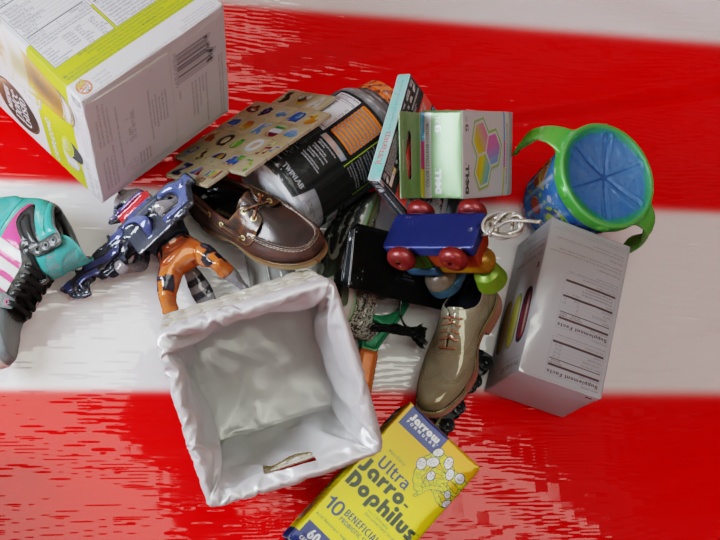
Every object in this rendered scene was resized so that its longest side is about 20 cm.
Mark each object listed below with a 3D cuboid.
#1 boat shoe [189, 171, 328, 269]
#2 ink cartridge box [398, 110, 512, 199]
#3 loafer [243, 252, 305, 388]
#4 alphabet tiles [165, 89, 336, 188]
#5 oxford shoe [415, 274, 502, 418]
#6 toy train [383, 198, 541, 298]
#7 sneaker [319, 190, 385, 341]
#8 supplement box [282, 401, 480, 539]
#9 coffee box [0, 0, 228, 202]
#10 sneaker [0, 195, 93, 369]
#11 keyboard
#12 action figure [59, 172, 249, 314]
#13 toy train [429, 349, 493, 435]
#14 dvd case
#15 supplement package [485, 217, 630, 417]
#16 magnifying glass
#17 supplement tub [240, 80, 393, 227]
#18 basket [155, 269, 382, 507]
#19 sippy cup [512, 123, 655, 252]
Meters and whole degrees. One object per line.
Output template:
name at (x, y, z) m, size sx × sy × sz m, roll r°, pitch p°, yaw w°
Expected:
boat shoe at (-0.126, -0.060, 1.592) m, size 0.199 × 0.070 × 0.070 m, roll 19°, pitch 56°, yaw 33°
ink cartridge box at (0.117, -0.139, 1.667) m, size 0.200 × 0.059 × 0.104 m, roll -8°, pitch 99°, yaw -60°
loafer at (-0.105, 0.046, 1.620) m, size 0.070 × 0.070 × 0.201 m, roll -12°, pitch 76°, yaw -28°
alphabet tiles at (-0.129, -0.157, 1.643) m, size 0.200 × 0.166 × 0.006 m, roll -38°, pitch 119°, yaw -24°
oxford shoe at (0.106, 0.081, 1.649) m, size 0.071 × 0.074 × 0.200 m, roll 4°, pitch 51°, yaw 26°
toy train at (0.136, -0.016, 1.584) m, size 0.116 × 0.199 × 0.085 m, roll 52°, pitch 50°, yaw -41°
sneaker at (0.000, 0.000, 1.661) m, size 0.088 × 0.077 × 0.201 m, roll 32°, pitch 58°, yaw -30°
supplement box at (0.021, 0.256, 1.541) m, size 0.109 × 0.110 × 0.200 m, roll 43°, pitch 79°, yaw 2°
coffee box at (-0.288, -0.241, 1.573) m, size 0.198 × 0.200 × 0.200 m, roll 42°, pitch 66°, yaw 18°
sneaker at (-0.357, 0.006, 1.543) m, size 0.120 × 0.084 × 0.201 m, roll -8°, pitch 71°, yaw 11°
keyboard at (0.045, 0.022, 1.641) m, size 0.200 × 0.021 × 0.128 m, roll 14°, pitch 78°, yaw -48°
action figure at (-0.237, -0.007, 1.608) m, size 0.200 × 0.105 × 0.194 m, roll -34°, pitch 76°, yaw 7°
toy train at (0.093, 0.171, 1.654) m, size 0.046 × 0.034 × 0.200 m, roll 34°, pitch 66°, yaw 1°
dvd case at (0.076, -0.120, 1.679) m, size 0.022 × 0.200 × 0.147 m, roll 2°, pitch 64°, yaw 31°
supplement package at (0.238, 0.059, 1.689) m, size 0.109 × 0.114 × 0.201 m, roll 19°, pitch 68°, yaw -10°
magnifying glass at (0.013, 0.077, 1.672) m, size 0.079 × 0.022 × 0.201 m, roll 15°, pitch 67°, yaw -10°
supplement tub at (-0.035, -0.137, 1.673) m, size 0.200 × 0.123 × 0.123 m, roll -37°, pitch 85°, yaw -24°
basket at (-0.104, 0.116, 1.500) m, size 0.197 × 0.161 × 0.201 m, roll -18°, pitch 101°, yaw -8°
sippy cup at (0.273, -0.097, 1.738) m, size 0.139 × 0.130 × 0.179 m, roll -13°, pitch 79°, yaw -27°
